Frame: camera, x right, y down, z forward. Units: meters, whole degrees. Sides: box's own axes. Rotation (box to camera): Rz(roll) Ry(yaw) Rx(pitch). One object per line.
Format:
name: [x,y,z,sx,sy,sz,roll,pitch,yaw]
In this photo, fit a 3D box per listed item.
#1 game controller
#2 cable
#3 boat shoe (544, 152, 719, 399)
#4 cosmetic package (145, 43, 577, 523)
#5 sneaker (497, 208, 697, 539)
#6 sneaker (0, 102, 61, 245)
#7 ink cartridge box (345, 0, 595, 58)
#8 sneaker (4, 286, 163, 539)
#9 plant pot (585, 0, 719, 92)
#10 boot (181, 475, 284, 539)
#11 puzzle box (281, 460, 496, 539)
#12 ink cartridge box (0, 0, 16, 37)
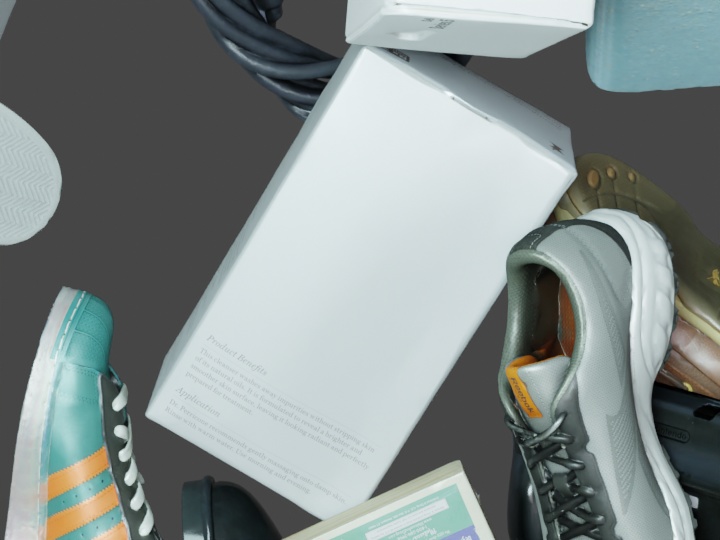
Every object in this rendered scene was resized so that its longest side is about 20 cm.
game controller: [0.142,0.106,1.191,0.042,0.199,0.105,-17,113,-41]
cable: [-0.006,-0.162,1.205,0.162,0.051,0.201,7,106,-30]
boat shoe: [0.154,0.031,1.236,0.200,0.072,0.068,39,126,-8]
cosmetic package: [0.000,0.000,1.202,0.112,0.081,0.201,32,104,-7]
sneaker: [0.092,0.076,1.149,0.074,0.079,0.202,-6,88,45]
sneaker: [-0.237,-0.078,1.232,0.199,0.115,0.074,22,100,-36]
ink cartridge box: [0.049,-0.191,1.075,0.083,0.145,0.202,5,89,-6]
sneaker: [-0.122,0.109,1.244,0.079,0.071,0.202,7,98,-3]
plant pot: [0.182,-0.209,1.103,0.194,0.200,0.198,-3,68,6]
boot: [0.011,0.177,1.238,0.161,0.073,0.200,-11,99,4]
puzzle box: [-0.017,0.185,1.193,0.199,0.025,0.134,-24,99,2]
ink cartridge box: [-0.254,-0.160,1.192,0.199,0.146,0.086,23,95,1]
